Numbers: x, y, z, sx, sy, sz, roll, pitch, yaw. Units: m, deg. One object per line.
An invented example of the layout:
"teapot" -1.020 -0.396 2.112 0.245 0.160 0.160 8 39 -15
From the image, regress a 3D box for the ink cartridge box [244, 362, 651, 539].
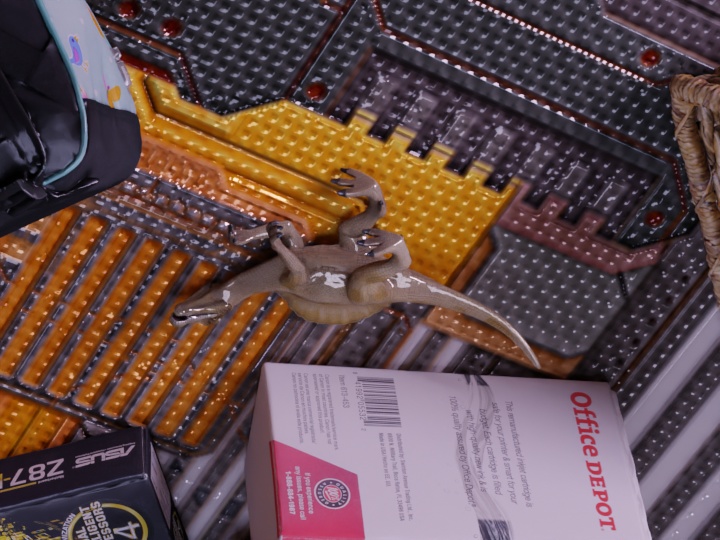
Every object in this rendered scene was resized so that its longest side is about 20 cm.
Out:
"ink cartridge box" 0.044 0.129 1.507 0.200 0.145 0.084 3 128 -9

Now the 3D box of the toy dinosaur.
"toy dinosaur" 0.000 0.000 1.473 0.200 0.058 0.101 4 142 0

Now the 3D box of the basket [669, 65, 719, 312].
"basket" 0.257 -0.008 1.431 0.149 0.143 0.200 -15 127 3

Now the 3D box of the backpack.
"backpack" -0.207 -0.106 1.285 0.176 0.153 0.200 -25 89 14

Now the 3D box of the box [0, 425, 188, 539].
"box" -0.172 0.190 1.587 0.161 0.049 0.200 -12 128 5
